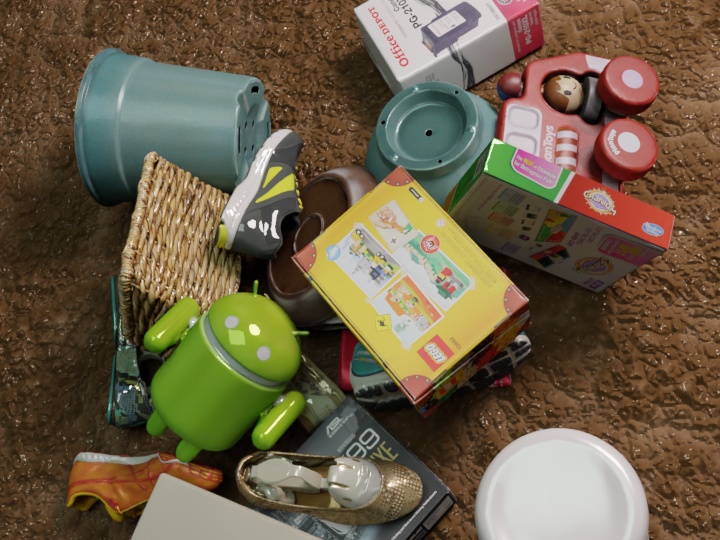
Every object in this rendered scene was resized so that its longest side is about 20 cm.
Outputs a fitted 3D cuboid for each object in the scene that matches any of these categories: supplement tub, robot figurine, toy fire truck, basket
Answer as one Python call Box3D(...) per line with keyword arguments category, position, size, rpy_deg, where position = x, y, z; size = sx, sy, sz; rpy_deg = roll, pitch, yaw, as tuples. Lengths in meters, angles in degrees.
Box3D(category="supplement tub", position=(0.187, 0.237, 0.866), size=(0.143, 0.200, 0.146), rpy_deg=(-7, 63, 13))
Box3D(category="robot figurine", position=(-0.142, 0.107, 1.011), size=(0.175, 0.116, 0.200), rpy_deg=(42, 108, 1))
Box3D(category="toy fire truck", position=(0.231, -0.160, 1.068), size=(0.166, 0.112, 0.202), rpy_deg=(11, 65, -6))
Box3D(category="basket", position=(-0.233, -0.009, 1.120), size=(0.142, 0.148, 0.201), rpy_deg=(-35, 41, 38))

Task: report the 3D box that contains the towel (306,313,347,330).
Box3D(category="towel", position=(0.000, 0.000, 1.091), size=(0.199, 0.034, 0.134), rpy_deg=(-8, 64, 43))

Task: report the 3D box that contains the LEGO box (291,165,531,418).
Box3D(category="LEGO box", position=(0.052, 0.020, 0.967), size=(0.149, 0.077, 0.200), rpy_deg=(-40, 68, -3))

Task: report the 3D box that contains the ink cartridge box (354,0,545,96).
Box3D(category="ink cartridge box", position=(0.112, -0.311, 1.226), size=(0.199, 0.084, 0.145), rpy_deg=(-29, 59, 2))

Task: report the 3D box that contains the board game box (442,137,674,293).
Box3D(category="board game box", position=(0.195, -0.050, 0.990), size=(0.198, 0.153, 0.041), rpy_deg=(22, 69, -6))

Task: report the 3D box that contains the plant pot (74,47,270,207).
Box3D(category="plant pot", position=(-0.225, -0.175, 1.213), size=(0.194, 0.201, 0.202), rpy_deg=(5, 66, 10))

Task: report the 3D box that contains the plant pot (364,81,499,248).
Box3D(category="plant pot", position=(0.090, -0.134, 1.118), size=(0.198, 0.134, 0.202), rpy_deg=(-7, 63, 13))

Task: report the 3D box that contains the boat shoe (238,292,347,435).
Box3D(category="boat shoe", position=(-0.089, 0.096, 1.100), size=(0.062, 0.073, 0.200), rpy_deg=(-33, 64, -10))

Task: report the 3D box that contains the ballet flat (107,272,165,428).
Box3D(category="ballet flat", position=(-0.271, 0.096, 1.165), size=(0.074, 0.074, 0.202), rpy_deg=(-12, 64, 11))

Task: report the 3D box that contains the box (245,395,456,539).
Box3D(category="box", position=(-0.022, 0.257, 1.008), size=(0.200, 0.050, 0.158), rpy_deg=(-45, 60, -7))

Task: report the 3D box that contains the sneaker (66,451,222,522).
Box3D(category="sneaker", position=(-0.240, 0.244, 1.077), size=(0.198, 0.073, 0.078), rpy_deg=(-8, 65, 25))

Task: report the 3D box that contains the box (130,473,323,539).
Box3D(category="box", position=(-0.117, 0.277, 0.947), size=(0.199, 0.095, 0.078), rpy_deg=(15, 70, 26))

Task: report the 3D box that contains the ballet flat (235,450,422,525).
Box3D(category="ballet flat", position=(-0.038, 0.216, 0.966), size=(0.198, 0.065, 0.071), rpy_deg=(-4, 61, 17))

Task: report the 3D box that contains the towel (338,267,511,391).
Box3D(category="towel", position=(0.071, 0.066, 1.090), size=(0.198, 0.023, 0.146), rpy_deg=(-4, 65, 15))

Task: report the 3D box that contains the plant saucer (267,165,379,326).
Box3D(category="plant saucer", position=(-0.051, -0.035, 1.113), size=(0.200, 0.032, 0.202), rpy_deg=(-33, 44, 39))

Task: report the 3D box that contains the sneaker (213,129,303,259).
Box3D(category="sneaker", position=(-0.102, -0.084, 1.130), size=(0.084, 0.075, 0.201), rpy_deg=(28, 51, -3))

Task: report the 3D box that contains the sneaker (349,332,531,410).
Box3D(category="sneaker", position=(0.082, 0.087, 1.028), size=(0.198, 0.078, 0.080), rpy_deg=(-12, 56, 9))
